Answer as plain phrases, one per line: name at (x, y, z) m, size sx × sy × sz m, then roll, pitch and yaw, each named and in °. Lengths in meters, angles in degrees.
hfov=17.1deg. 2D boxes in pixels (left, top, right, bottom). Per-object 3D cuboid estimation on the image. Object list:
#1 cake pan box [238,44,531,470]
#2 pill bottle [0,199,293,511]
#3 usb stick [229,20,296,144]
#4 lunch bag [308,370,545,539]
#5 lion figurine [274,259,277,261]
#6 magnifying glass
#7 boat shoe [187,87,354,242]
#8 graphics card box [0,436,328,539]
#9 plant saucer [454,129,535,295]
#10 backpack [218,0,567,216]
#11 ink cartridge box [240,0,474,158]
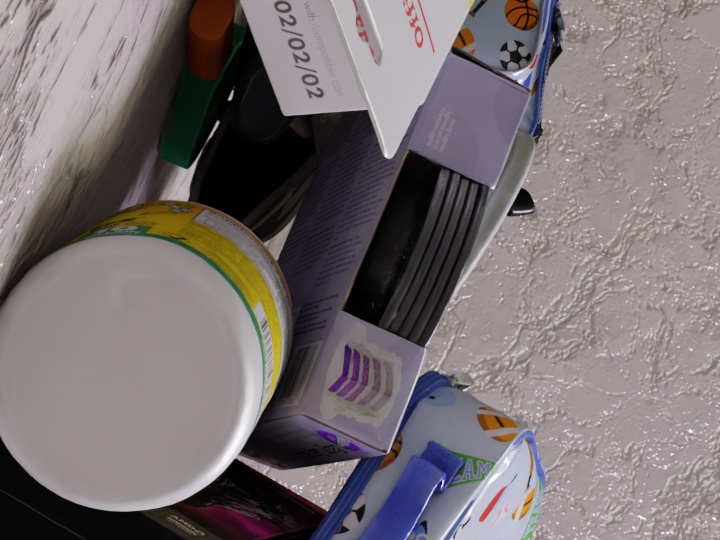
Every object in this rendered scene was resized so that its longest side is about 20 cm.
cake pan box at (0.000, 0.000, 1.138) m, size 0.185 × 0.052 × 0.200 m, roll -70°, pitch -167°, yaw -14°
pill bottle at (-0.088, 0.029, 1.039) m, size 0.113 × 0.112 × 0.200 m, roll -64°, pitch 179°, yaw 9°
usb stick at (-0.036, -0.129, 1.175) m, size 0.200 × 0.032 × 0.056 m, roll -85°, pitch -161°, yaw -57°
lunch bag at (0.013, 0.143, 1.130) m, size 0.201 × 0.075 × 0.160 m, roll -57°, pitch 162°, yaw -9°
lion figurine at (-0.091, 0.056, 1.278) m, size 0.199 × 0.072 × 0.123 m, roll -9°, pitch 105°, yaw -46°
magnifying glass at (-0.077, -0.101, 1.195) m, size 0.080 × 0.022 × 0.200 m, roll -64°, pitch -179°, yaw -11°
boat shoe at (-0.027, -0.092, 1.262) m, size 0.201 × 0.074 × 0.073 m, roll -61°, pitch 179°, yaw 16°
graphics card box at (-0.096, 0.111, 1.096) m, size 0.051 × 0.125 × 0.200 m, roll -63°, pitch 164°, yaw 7°
plant saucer at (0.018, -0.004, 1.303) m, size 0.201 × 0.050 × 0.200 m, roll -54°, pitch -173°, yaw 9°
backpack at (0.033, -0.156, 1.410) m, size 0.154 × 0.199 × 0.191 m, roll 118°, pitch -14°, yaw -54°
ink cartridge box at (-0.002, -0.144, 0.977) m, size 0.200 × 0.067 × 0.116 m, roll -64°, pitch 142°, yaw -46°
